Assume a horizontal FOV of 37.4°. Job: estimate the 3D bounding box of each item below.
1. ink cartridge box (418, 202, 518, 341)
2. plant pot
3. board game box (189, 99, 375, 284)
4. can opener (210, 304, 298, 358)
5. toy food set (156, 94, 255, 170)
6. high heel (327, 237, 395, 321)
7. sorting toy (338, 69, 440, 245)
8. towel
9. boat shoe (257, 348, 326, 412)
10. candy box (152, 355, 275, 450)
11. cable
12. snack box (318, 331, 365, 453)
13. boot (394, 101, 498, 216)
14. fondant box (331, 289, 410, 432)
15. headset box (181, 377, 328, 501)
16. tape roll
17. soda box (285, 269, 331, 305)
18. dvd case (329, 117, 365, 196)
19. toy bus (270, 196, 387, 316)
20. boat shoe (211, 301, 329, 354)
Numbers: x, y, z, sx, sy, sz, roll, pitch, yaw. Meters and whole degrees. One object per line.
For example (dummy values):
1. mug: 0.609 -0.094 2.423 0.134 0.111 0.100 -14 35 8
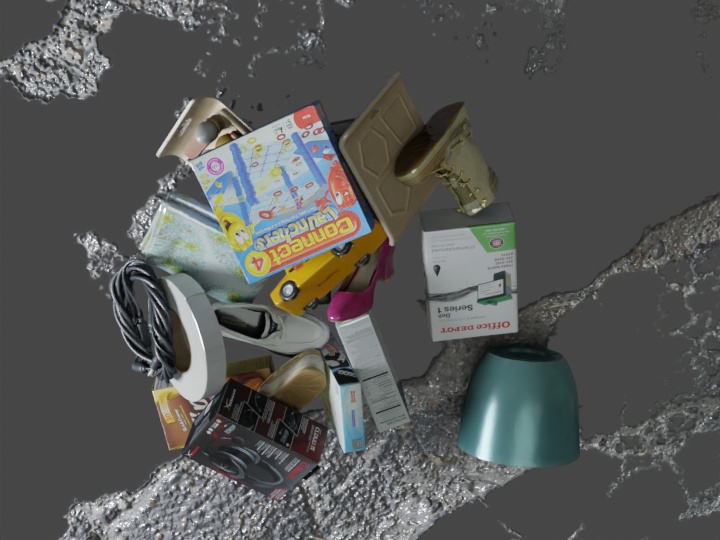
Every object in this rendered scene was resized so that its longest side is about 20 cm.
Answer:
1. ink cartridge box: 0.173 0.004 1.687 0.146 0.084 0.201 -7 117 0
2. plant pot: 0.262 0.211 1.729 0.200 0.201 0.162 3 98 -4
3. board game box: -0.109 -0.110 1.511 0.200 0.056 0.196 -23 101 11
4. can opener: -0.169 0.093 1.723 0.199 0.063 0.079 15 102 -8
5. toy food set: -0.198 -0.150 1.583 0.200 0.060 0.144 42 134 -3
6. high heel: 0.000 0.000 1.635 0.067 0.200 0.096 8 121 32
7. sorting toy: 0.046 -0.166 1.575 0.036 0.185 0.200 0 130 37
8. towel: -0.232 -0.028 1.633 0.200 0.048 0.171 26 146 -9
9. boat shoe: -0.123 0.195 1.707 0.074 0.069 0.200 37 124 -24
10. candy box: -0.234 0.220 1.773 0.199 0.056 0.117 -11 111 2
11. cable: -0.338 0.080 1.664 0.051 0.163 0.201 -14 113 -30
12. snack box: -0.036 0.190 1.694 0.037 0.200 0.117 -9 112 -12
13. boot: 0.134 -0.142 1.593 0.073 0.200 0.156 -12 118 36
14. fondant box: 0.016 0.136 1.707 0.058 0.144 0.200 -19 111 3
15. headset box: -0.159 0.274 1.684 0.200 0.077 0.149 30 135 -14
16. tape roll: -0.271 0.104 1.656 0.037 0.203 0.203 -17 115 -31
17. soda box: -0.087 -0.047 1.674 0.071 0.063 0.201 -4 110 -1
18. dvd case: -0.008 -0.156 1.616 0.199 0.025 0.151 -14 112 -25
19. toy bus: -0.051 -0.022 1.601 0.200 0.078 0.065 -41 145 15
20. boat shoe: -0.143 0.085 1.661 0.199 0.066 0.072 15 84 -9
